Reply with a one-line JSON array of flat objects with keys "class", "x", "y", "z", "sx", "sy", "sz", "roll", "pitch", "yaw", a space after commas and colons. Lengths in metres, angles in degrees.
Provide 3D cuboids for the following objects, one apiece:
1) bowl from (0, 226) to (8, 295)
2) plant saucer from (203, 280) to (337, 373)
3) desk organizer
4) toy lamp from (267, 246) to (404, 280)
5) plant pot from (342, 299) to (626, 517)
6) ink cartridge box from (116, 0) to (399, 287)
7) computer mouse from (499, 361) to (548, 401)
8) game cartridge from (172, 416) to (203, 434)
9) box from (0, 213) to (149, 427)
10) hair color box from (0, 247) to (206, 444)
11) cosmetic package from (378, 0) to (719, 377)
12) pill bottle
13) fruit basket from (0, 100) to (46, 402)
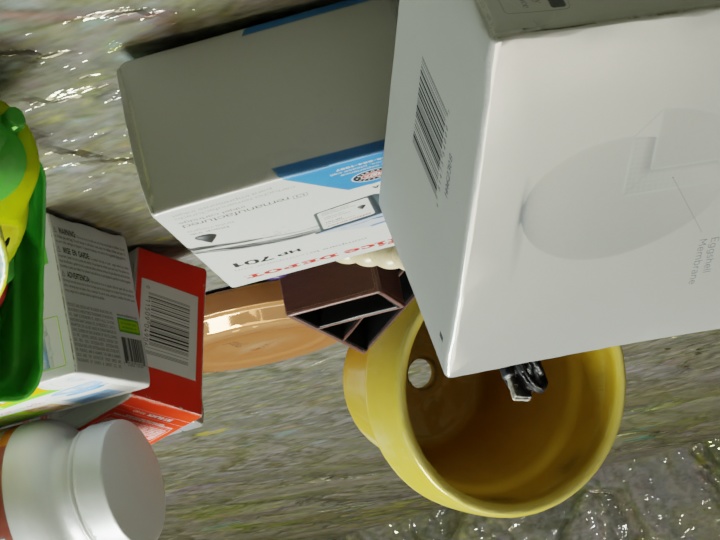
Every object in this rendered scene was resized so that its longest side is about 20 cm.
[{"class": "bowl", "x": -0.260, "y": -0.036, "z": 0.951, "sx": 0.198, "sy": 0.109, "sz": 0.201, "roll": -9, "pitch": 150, "yaw": -6}, {"class": "plant saucer", "x": -0.084, "y": 0.047, "z": 1.711, "sx": 0.198, "sy": 0.033, "sz": 0.200, "roll": -11, "pitch": 167, "yaw": -3}, {"class": "desk organizer", "x": 0.000, "y": 0.000, "z": 1.469, "sx": 0.071, "sy": 0.078, "sz": 0.200, "roll": -14, "pitch": 168, "yaw": 13}, {"class": "toy lamp", "x": -0.016, "y": -0.016, "z": 1.310, "sx": 0.058, "sy": 0.059, "sz": 0.199, "roll": 1, "pitch": -173, "yaw": -45}, {"class": "plant pot", "x": 0.079, "y": 0.086, "z": 1.712, "sx": 0.199, "sy": 0.203, "sz": 0.189, "roll": -6, "pitch": -177, "yaw": -24}, {"class": "ink cartridge box", "x": -0.029, "y": -0.064, "z": 1.140, "sx": 0.145, "sy": 0.087, "sz": 0.200, "roll": -15, "pitch": 166, "yaw": 5}, {"class": "computer mouse", "x": 0.070, "y": 0.006, "z": 1.478, "sx": 0.052, "sy": 0.140, "sz": 0.200, "roll": -18, "pitch": 157, "yaw": 13}, {"class": "game cartridge", "x": -0.229, "y": 0.096, "z": 1.704, "sx": 0.129, "sy": 0.039, "sz": 0.200, "roll": -12, "pitch": 154, "yaw": 26}, {"class": "box", "x": -0.251, "y": 0.045, "z": 1.377, "sx": 0.198, "sy": 0.102, "sz": 0.112, "roll": -16, "pitch": 168, "yaw": 18}, {"class": "hair color box", "x": -0.187, "y": 0.075, "z": 1.502, "sx": 0.064, "sy": 0.112, "sz": 0.199, "roll": 20, "pitch": 147, "yaw": -35}, {"class": "cosmetic package", "x": 0.123, "y": -0.076, "z": 0.964, "sx": 0.198, "sy": 0.124, "sz": 0.200, "roll": -8, "pitch": 136, "yaw": -14}, {"class": "pill bottle", "x": -0.234, "y": 0.161, "z": 1.424, "sx": 0.198, "sy": 0.113, "sz": 0.112, "roll": -16, "pitch": 167, "yaw": 20}, {"class": "fruit basket", "x": -0.233, "y": -0.009, "z": 1.097, "sx": 0.213, "sy": 0.157, "sz": 0.216, "roll": 1, "pitch": 180, "yaw": 0}]
